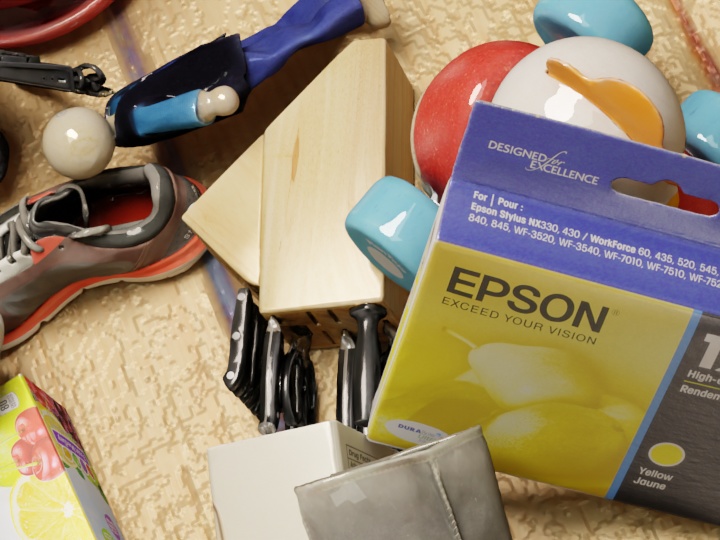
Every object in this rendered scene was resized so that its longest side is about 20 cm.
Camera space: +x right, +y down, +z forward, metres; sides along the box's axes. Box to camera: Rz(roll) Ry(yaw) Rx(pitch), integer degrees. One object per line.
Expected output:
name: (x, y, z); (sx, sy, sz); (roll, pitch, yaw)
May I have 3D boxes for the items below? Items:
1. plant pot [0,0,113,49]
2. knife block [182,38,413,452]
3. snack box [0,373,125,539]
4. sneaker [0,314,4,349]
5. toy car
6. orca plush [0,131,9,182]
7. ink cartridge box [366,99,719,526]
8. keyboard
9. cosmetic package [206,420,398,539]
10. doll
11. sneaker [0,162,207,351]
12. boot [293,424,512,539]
plant pot: (-0.220, -0.242, 1.352); (0.200, 0.183, 0.201); (-6, 68, 15)
knife block: (0.000, 0.000, 1.258); (0.200, 0.064, 0.176); (-46, 65, -5)
snack box: (-0.201, 0.184, 1.242); (0.169, 0.068, 0.200); (-30, 62, 4)
sneaker: (-0.277, 0.072, 1.273); (0.200, 0.092, 0.076); (-21, 100, 9)
toy car: (0.116, -0.047, 1.142); (0.177, 0.200, 0.184); (43, 79, -4)
orca plush: (-0.291, -0.076, 1.391); (0.200, 0.071, 0.105); (-10, 111, 23)
ink cartridge box: (0.120, 0.029, 1.106); (0.197, 0.200, 0.047); (15, 47, -2)
keyboard: (-0.218, -0.118, 1.333); (0.200, 0.127, 0.021); (15, 96, 53)
cosmetic package: (-0.014, 0.184, 1.154); (0.073, 0.104, 0.200); (-14, 71, 17)
doll: (-0.085, -0.105, 1.300); (0.200, 0.136, 0.049); (-31, 105, -16)
sneaker: (-0.183, -0.017, 1.308); (0.200, 0.082, 0.077); (-23, 64, 7)
boot: (0.074, 0.172, 1.106); (0.182, 0.073, 0.200); (-10, 75, -29)
